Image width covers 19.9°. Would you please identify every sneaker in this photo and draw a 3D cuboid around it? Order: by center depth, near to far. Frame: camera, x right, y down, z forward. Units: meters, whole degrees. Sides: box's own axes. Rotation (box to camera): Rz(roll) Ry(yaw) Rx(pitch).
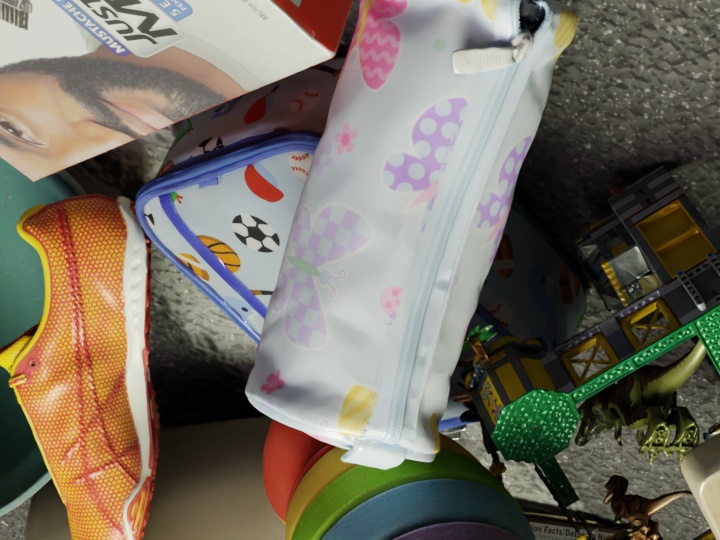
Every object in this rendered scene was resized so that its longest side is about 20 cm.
[{"bbox_3d":[-0.135,0.064,0.989,0.077,0.202,0.073,-3,-176,-4],"label":"sneaker"}]

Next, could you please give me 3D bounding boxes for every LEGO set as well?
[{"bbox_3d":[0.123,0.054,0.904,0.153,0.116,0.200,-38,125,9],"label":"LEGO set"}]

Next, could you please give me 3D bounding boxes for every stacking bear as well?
[{"bbox_3d":[0.013,0.117,0.880,0.121,0.200,0.114,16,115,-28],"label":"stacking bear"}]

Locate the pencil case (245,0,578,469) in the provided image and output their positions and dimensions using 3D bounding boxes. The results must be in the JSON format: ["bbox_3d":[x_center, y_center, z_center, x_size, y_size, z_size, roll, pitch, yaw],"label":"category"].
[{"bbox_3d":[0.021,-0.025,0.818,0.083,0.201,0.090,16,-176,-42],"label":"pencil case"}]

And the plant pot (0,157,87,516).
[{"bbox_3d":[-0.237,0.017,1.021,0.134,0.200,0.201,21,152,51],"label":"plant pot"}]

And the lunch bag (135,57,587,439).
[{"bbox_3d":[0.000,0.000,0.954,0.160,0.076,0.200,-16,126,42],"label":"lunch bag"}]

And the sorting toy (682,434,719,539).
[{"bbox_3d":[0.264,0.115,0.863,0.198,0.070,0.200,-30,126,3],"label":"sorting toy"}]

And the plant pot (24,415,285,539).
[{"bbox_3d":[-0.050,0.155,1.085,0.173,0.201,0.200,-24,123,24],"label":"plant pot"}]

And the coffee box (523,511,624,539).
[{"bbox_3d":[0.099,0.243,1.076,0.079,0.201,0.115,6,138,9],"label":"coffee box"}]

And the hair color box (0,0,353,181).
[{"bbox_3d":[-0.105,-0.112,0.830,0.111,0.064,0.199,38,145,-30],"label":"hair color box"}]
